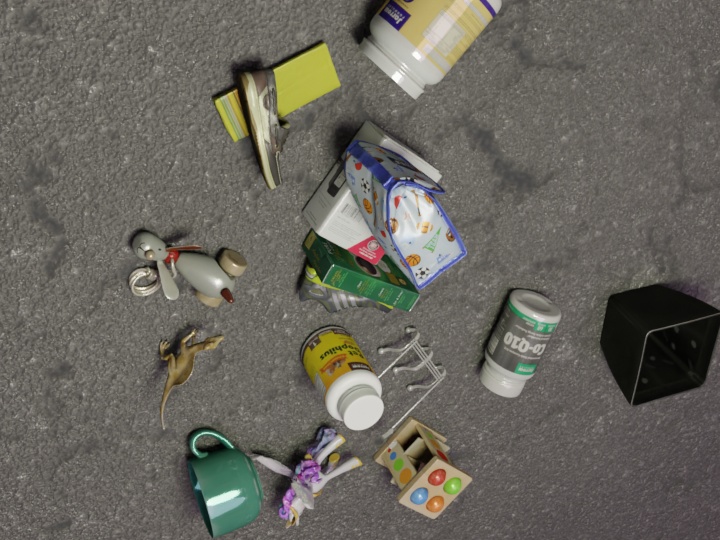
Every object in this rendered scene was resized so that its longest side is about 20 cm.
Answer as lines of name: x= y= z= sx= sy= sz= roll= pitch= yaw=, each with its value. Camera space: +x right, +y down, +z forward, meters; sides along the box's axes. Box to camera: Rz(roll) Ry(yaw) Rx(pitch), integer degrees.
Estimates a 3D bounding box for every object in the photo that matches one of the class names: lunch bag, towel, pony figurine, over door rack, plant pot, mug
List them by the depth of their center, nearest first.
towel: x=-0.131 y=-0.282 z=1.495 sx=0.198 sy=0.018 sz=0.087 roll=-29 pitch=134 yaw=-7
lunch bag: x=0.063 y=-0.103 z=1.497 sx=0.123 sy=0.170 sz=0.201 roll=-38 pitch=128 yaw=-3
mug: x=-0.253 y=0.402 z=1.793 sx=0.113 sy=0.152 sz=0.187 roll=-17 pitch=126 yaw=-19
over door rack: x=0.071 y=0.228 z=1.882 sx=0.201 sy=0.066 sz=0.148 roll=-51 pitch=131 yaw=-15
pony figurine: x=-0.107 y=0.407 z=1.887 sx=0.200 sy=0.166 sz=0.194 roll=-44 pitch=138 yaw=-14
plant pot: x=0.630 y=0.144 z=2.041 sx=0.197 sy=0.178 sz=0.202 roll=-12 pitch=124 yaw=-18

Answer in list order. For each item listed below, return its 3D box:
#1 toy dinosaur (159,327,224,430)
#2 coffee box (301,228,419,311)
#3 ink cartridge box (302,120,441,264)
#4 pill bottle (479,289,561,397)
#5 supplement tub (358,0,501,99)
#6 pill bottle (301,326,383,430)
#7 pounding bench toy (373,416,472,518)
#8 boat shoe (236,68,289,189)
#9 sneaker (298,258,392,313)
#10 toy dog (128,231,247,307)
toy dinosaur: x=-0.317 y=0.169 z=1.641 sx=0.058 sy=0.101 sz=0.201 roll=27 pitch=106 yaw=-36
coffee box: x=0.000 y=0.000 z=1.676 sx=0.198 sy=0.123 sz=0.044 roll=19 pitch=115 yaw=-35
ink cartridge box: x=0.020 y=-0.133 z=1.621 sx=0.144 sy=0.084 sz=0.201 roll=27 pitch=106 yaw=-36
pill bottle: x=0.322 y=0.150 z=1.934 sx=0.112 sy=0.113 sz=0.202 roll=6 pitch=118 yaw=-29
supplement tub: x=0.105 y=-0.382 z=1.460 sx=0.145 sy=0.146 sz=0.200 roll=34 pitch=102 yaw=-38
pill bottle: x=-0.030 y=0.199 z=1.738 sx=0.108 sy=0.200 sz=0.110 roll=-13 pitch=126 yaw=-18
pounding bench toy: x=0.158 y=0.438 z=2.014 sx=0.124 sy=0.156 sz=0.199 roll=-48 pitch=129 yaw=9
boat shoe: x=-0.141 y=-0.219 z=1.476 sx=0.065 sy=0.072 sz=0.203 roll=-19 pitch=127 yaw=-10
sneaker: x=-0.028 y=0.041 z=1.728 sx=0.198 sy=0.074 sz=0.081 roll=21 pitch=117 yaw=-27
toy dog: x=-0.277 y=0.008 z=1.559 sx=0.198 sy=0.096 sz=0.133 roll=2 pitch=119 yaw=-27
